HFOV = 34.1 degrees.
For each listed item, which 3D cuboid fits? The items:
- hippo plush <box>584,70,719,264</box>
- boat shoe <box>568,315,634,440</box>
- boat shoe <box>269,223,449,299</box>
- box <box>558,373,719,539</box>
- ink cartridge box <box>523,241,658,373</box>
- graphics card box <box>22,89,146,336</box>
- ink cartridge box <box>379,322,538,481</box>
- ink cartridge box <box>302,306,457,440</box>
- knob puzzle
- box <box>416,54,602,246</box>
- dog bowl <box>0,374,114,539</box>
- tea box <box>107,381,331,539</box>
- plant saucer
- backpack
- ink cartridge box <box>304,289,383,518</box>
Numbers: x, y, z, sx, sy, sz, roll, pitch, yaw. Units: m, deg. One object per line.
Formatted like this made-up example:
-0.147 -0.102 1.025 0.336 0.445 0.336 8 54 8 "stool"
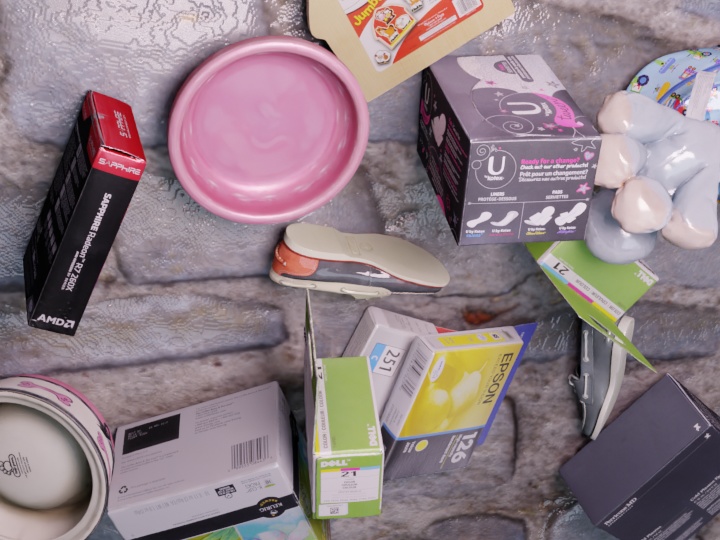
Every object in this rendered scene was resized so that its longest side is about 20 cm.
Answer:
0.276 -0.096 1.186 0.159 0.161 0.201 33 64 -8 "hippo plush"
0.297 0.130 1.481 0.062 0.073 0.201 20 133 20 "boat shoe"
0.000 0.000 1.275 0.199 0.071 0.063 10 124 -23 "boat shoe"
0.400 0.265 1.554 0.200 0.104 0.182 -44 133 11 "box"
0.263 0.003 1.286 0.148 0.200 0.076 34 106 -33 "ink cartridge box"
-0.265 -0.054 1.113 0.051 0.126 0.201 16 114 -28 "graphics card box"
0.118 0.158 1.402 0.199 0.047 0.198 -2 124 -35 "ink cartridge box"
0.047 0.152 1.406 0.175 0.045 0.201 15 116 -26 "ink cartridge box"
0.033 -0.286 1.123 0.218 0.030 0.221 -9 125 -13 "knob puzzle"
0.140 -0.125 1.152 0.131 0.200 0.115 -3 124 -9 "box"
-0.350 0.199 1.241 0.199 0.074 0.201 3 112 8 "dog bowl"
-0.154 0.261 1.331 0.199 0.134 0.197 -17 127 7 "tea box"
-0.093 -0.142 1.158 0.199 0.051 0.201 -9 126 -12 "plant saucer"
0.387 -0.151 1.273 0.199 0.135 0.183 -10 124 -9 "backpack"
-0.019 0.141 1.243 0.075 0.148 0.201 -2 128 -6 "ink cartridge box"
